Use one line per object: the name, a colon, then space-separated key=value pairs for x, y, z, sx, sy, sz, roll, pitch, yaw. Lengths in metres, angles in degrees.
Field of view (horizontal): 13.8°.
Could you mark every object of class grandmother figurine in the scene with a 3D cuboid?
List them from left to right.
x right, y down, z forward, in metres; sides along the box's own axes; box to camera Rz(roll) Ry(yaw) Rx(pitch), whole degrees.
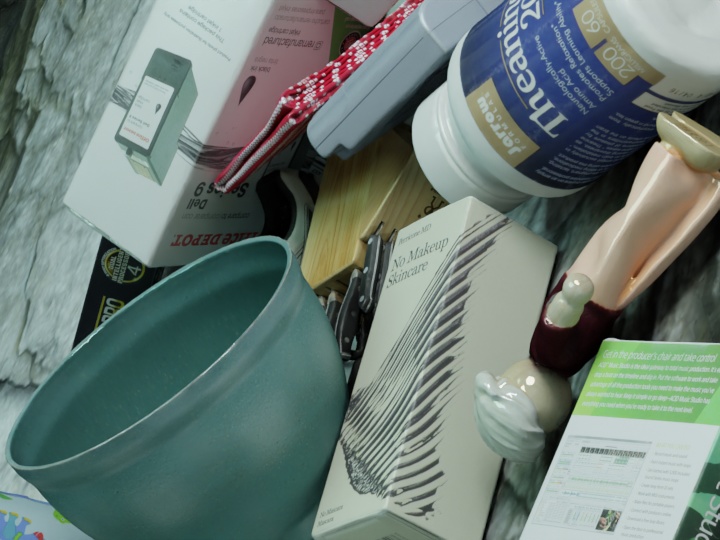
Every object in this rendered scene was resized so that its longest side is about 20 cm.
grandmother figurine: x=0.123 y=0.014 z=1.549 sx=0.201 sy=0.060 sz=0.121 roll=-58 pitch=-21 yaw=13

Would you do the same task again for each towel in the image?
towel: x=0.000 y=-0.130 z=1.844 sx=0.200 sy=0.023 sz=0.145 roll=-40 pitch=-1 yaw=-27

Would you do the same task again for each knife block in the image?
knife block: x=0.000 y=0.000 z=1.822 sx=0.176 sy=0.064 sz=0.200 roll=-57 pitch=23 yaw=7

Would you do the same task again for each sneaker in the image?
sneaker: x=-0.059 y=0.029 z=1.884 sx=0.075 sy=0.087 sz=0.201 roll=-18 pitch=49 yaw=55

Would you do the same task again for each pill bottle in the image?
pill bottle: x=0.118 y=-0.109 z=1.641 sx=0.200 sy=0.111 sz=0.112 roll=-37 pitch=33 yaw=44

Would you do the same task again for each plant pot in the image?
plant pot: x=-0.084 y=0.096 z=1.693 sx=0.200 sy=0.134 sz=0.200 roll=-32 pitch=18 yaw=12

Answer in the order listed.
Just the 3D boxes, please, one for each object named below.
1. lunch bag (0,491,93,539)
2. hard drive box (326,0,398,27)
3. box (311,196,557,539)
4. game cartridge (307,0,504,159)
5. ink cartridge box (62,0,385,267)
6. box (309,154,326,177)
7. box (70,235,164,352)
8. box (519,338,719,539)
lunch bag: x=-0.218 y=0.221 z=1.848 sx=0.161 sy=0.199 sz=0.083 roll=-94 pitch=26 yaw=-46
hard drive box: x=0.043 y=-0.274 z=1.835 sx=0.200 sy=0.077 sz=0.156 roll=-45 pitch=23 yaw=37
box: x=0.042 y=0.066 z=1.653 sx=0.082 sy=0.068 sz=0.201 roll=-27 pitch=41 yaw=52
game cartridge: x=0.057 y=-0.142 z=1.780 sx=0.133 sy=0.041 sz=0.200 roll=-39 pitch=-1 yaw=34
ink cartridge box: x=-0.085 y=-0.107 z=1.909 sx=0.084 sy=0.146 sz=0.201 roll=35 pitch=109 yaw=25
box: x=-0.046 y=-0.141 z=2.082 sx=0.116 sy=0.060 sz=0.201 roll=-30 pitch=38 yaw=51
box: x=-0.157 y=-0.021 z=2.096 sx=0.201 sy=0.049 sz=0.162 roll=-77 pitch=3 yaw=-51
box: x=0.129 y=0.130 z=1.448 sx=0.144 sy=0.036 sz=0.201 roll=0 pitch=65 yaw=64
